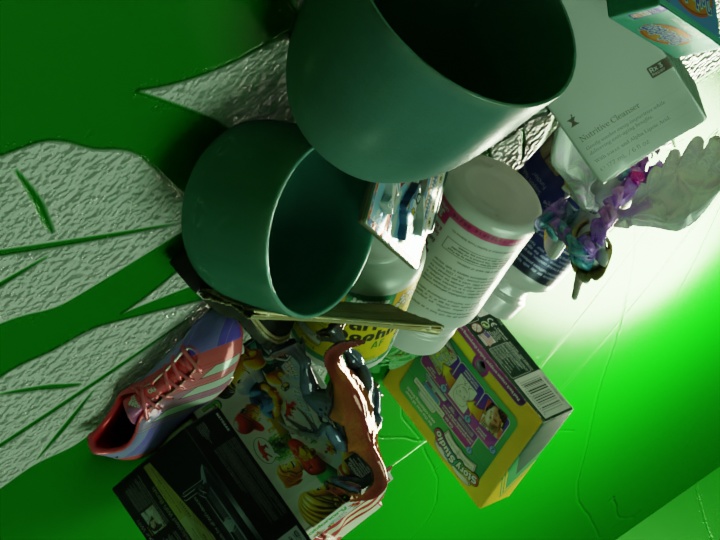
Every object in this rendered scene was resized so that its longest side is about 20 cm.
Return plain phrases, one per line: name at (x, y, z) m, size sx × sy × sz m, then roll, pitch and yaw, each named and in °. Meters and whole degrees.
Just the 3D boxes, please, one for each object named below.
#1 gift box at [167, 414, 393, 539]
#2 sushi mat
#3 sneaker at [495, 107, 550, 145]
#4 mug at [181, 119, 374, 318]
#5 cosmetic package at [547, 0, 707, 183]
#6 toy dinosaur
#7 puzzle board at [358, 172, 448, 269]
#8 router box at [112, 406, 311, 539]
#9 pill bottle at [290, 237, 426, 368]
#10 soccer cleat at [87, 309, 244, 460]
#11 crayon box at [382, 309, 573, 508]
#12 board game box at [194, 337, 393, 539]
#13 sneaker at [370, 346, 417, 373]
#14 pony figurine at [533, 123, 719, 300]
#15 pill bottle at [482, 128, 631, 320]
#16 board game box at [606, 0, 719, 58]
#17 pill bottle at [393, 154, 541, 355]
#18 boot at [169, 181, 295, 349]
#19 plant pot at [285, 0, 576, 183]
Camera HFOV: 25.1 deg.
gift box at (-0.083, 0.222, 1.736) m, size 0.200 × 0.187 × 0.185 m, roll -38°, pitch 157°, yaw 3°
sushi mat at (-0.033, 0.035, 1.415) m, size 0.199 × 0.096 × 0.012 m, roll 6°, pitch 99°, yaw -33°
sneaker at (0.128, -0.168, 1.440) m, size 0.078 × 0.091 × 0.200 m, roll -31°, pitch -178°, yaw 7°
mug at (-0.065, -0.052, 1.341) m, size 0.185 × 0.114 × 0.153 m, roll -27°, pitch 124°, yaw -50°
cosmetic package at (0.193, -0.190, 1.366) m, size 0.113 × 0.200 × 0.081 m, roll -33°, pitch -156°, yaw 19°
toy dinosaur at (-0.019, 0.143, 1.510) m, size 0.105 × 0.182 × 0.200 m, roll -26°, pitch -170°, yaw -3°
puzzle board at (0.054, -0.114, 1.400) m, size 0.151 × 0.017 × 0.201 m, roll 38°, pitch 66°, yaw -65°
router box at (-0.137, 0.254, 1.582) m, size 0.052 × 0.200 × 0.157 m, roll -31°, pitch 174°, yaw -46°
pill bottle at (0.000, 0.000, 1.551) m, size 0.112 × 0.113 × 0.200 m, roll -24°, pitch 152°, yaw -29°
soccer cleat at (-0.185, 0.113, 1.553) m, size 0.200 × 0.067 × 0.076 m, roll -47°, pitch 156°, yaw 27°
crayon box at (0.132, 0.146, 1.884) m, size 0.058 × 0.200 × 0.173 m, roll -17°, pitch 149°, yaw -39°
board game box at (-0.075, 0.166, 1.630) m, size 0.126 × 0.200 × 0.035 m, roll -36°, pitch 158°, yaw -5°
sneaker at (0.020, 0.078, 1.763) m, size 0.084 × 0.074 × 0.200 m, roll -49°, pitch 154°, yaw 15°
pony figurine at (0.239, -0.072, 1.546) m, size 0.194 × 0.166 × 0.200 m, roll -63°, pitch -178°, yaw 9°
pill bottle at (0.192, -0.049, 1.729) m, size 0.200 × 0.116 × 0.116 m, roll -48°, pitch 154°, yaw 20°
board game box at (0.231, -0.283, 1.283) m, size 0.045 × 0.201 × 0.152 m, roll -11°, pitch 169°, yaw 29°
pill bottle at (0.091, -0.013, 1.654) m, size 0.113 × 0.113 × 0.200 m, roll -13°, pitch 146°, yaw -43°
boot at (-0.073, -0.009, 1.488) m, size 0.138 × 0.077 × 0.200 m, roll -44°, pitch 157°, yaw 2°
plant pot at (0.036, -0.162, 1.231) m, size 0.200 × 0.201 × 0.161 m, roll -14°, pitch 159°, yaw -43°
